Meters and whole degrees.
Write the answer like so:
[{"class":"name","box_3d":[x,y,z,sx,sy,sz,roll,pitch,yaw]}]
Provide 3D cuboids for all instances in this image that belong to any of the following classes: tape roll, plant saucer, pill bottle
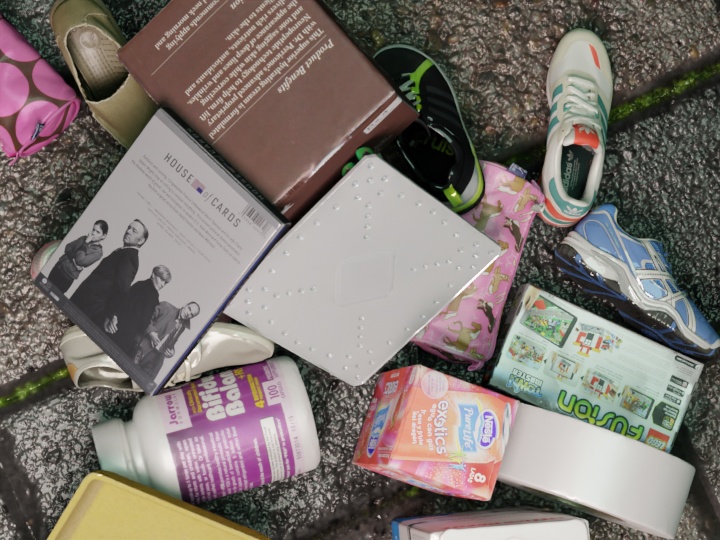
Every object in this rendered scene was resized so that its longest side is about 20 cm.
[{"class":"tape roll","box_3d":[0.209,0.186,1.515,0.201,0.202,0.071,20,82,-7]},{"class":"plant saucer","box_3d":[-0.196,0.273,1.473,0.199,0.049,0.201,26,118,-17]},{"class":"pill bottle","box_3d":[-0.145,0.157,1.505,0.198,0.112,0.113,-16,88,-10]}]

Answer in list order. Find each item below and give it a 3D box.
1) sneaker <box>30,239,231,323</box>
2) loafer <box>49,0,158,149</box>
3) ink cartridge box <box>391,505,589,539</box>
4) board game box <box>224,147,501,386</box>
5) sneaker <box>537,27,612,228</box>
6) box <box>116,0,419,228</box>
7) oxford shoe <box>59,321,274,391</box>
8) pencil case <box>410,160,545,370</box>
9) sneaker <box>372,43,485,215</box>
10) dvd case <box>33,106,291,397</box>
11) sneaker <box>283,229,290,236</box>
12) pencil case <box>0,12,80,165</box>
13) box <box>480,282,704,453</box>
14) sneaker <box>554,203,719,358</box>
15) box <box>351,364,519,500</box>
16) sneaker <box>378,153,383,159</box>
[{"class":"sneaker","box_3d":[-0.213,0.024,1.510,0.198,0.105,0.076,21,81,-8]},{"class":"loafer","box_3d":[-0.225,-0.166,1.512,0.076,0.068,0.200,-33,114,13]},{"class":"ink cartridge box","box_3d":[0.118,0.269,1.493,0.144,0.200,0.085,-4,86,-9]},{"class":"board game box","box_3d":[0.000,0.000,1.476,0.200,0.026,0.199,-44,133,16]},{"class":"sneaker","box_3d":[0.220,-0.144,1.593,0.070,0.093,0.202,10,85,-8]},{"class":"box","box_3d":[-0.078,-0.166,1.441,0.166,0.164,0.200,-42,84,6]},{"class":"oxford shoe","box_3d":[-0.178,0.083,1.491,0.198,0.075,0.058,-2,62,-4]},{"class":"pencil case","box_3d":[0.113,-0.006,1.574,0.082,0.086,0.202,25,82,-37]},{"class":"sneaker","box_3d":[0.061,-0.145,1.543,0.071,0.083,0.201,-35,65,13]},{"class":"dvd case","box_3d":[-0.172,-0.015,1.381,0.150,0.025,0.200,43,108,9]},{"class":"sneaker","box_3d":[-0.119,0.004,1.499,0.146,0.080,0.201,37,42,-19]},{"class":"pencil case","box_3d":[-0.358,-0.198,1.514,0.094,0.091,0.200,-43,91,-3]},{"class":"box","box_3d":[0.230,0.103,1.606,0.198,0.035,0.111,25,83,-6]},{"class":"sneaker","box_3d":[0.288,0.014,1.595,0.199,0.076,0.077,39,74,-13]},{"class":"box","box_3d":[0.066,0.151,1.494,0.102,0.200,0.096,19,81,-8]},{"class":"sneaker","box_3d":[-0.063,-0.133,1.566,0.106,0.075,0.200,-40,83,-5]}]
